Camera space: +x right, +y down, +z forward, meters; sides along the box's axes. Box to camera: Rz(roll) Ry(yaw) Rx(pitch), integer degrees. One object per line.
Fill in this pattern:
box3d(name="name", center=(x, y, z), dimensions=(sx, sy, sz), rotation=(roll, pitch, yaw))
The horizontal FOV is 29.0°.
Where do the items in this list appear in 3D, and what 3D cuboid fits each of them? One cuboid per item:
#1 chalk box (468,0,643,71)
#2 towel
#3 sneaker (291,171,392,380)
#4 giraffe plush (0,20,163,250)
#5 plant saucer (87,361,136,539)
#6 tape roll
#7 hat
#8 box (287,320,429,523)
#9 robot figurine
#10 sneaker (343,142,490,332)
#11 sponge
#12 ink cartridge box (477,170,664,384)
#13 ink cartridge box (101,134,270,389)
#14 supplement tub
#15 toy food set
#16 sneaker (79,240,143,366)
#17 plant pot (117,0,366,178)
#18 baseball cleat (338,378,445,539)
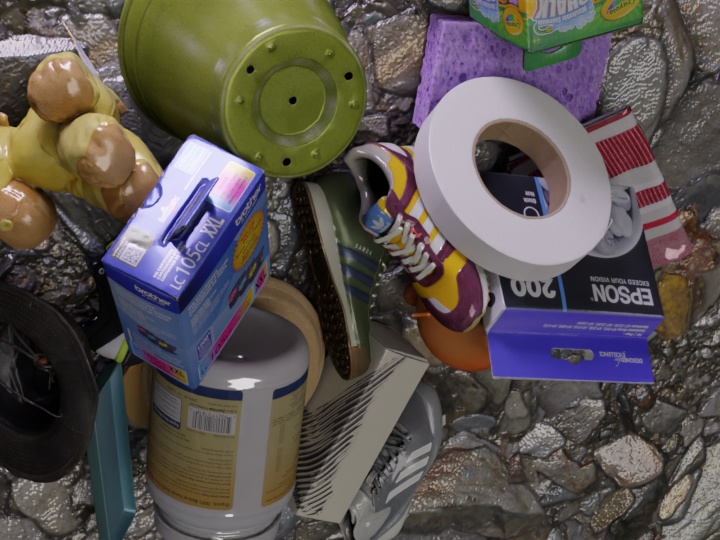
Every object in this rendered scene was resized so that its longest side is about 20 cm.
box3d(name="chalk box", center=(0.173, -0.276, 1.259), dimensions=(0.123, 0.124, 0.202), rotation=(-18, 120, -16))
box3d(name="towel", center=(0.254, -0.066, 1.471), dimensions=(0.143, 0.023, 0.201), rotation=(-24, 124, 13))
box3d(name="sneaker", center=(0.000, 0.000, 1.367), dimensions=(0.089, 0.067, 0.203), rotation=(-18, 102, -24))
box3d(name="giraffe plush", center=(-0.269, -0.091, 1.159), dimensions=(0.161, 0.201, 0.173), rotation=(-34, 147, 1))
box3d(name="plant saucer", center=(-0.243, 0.184, 1.351), dimensions=(0.019, 0.070, 0.202), rotation=(8, 125, 11))
box3d(name="tape roll", center=(0.145, -0.088, 1.314), dimensions=(0.200, 0.205, 0.037), rotation=(3, 153, -26))
box3d(name="hat", center=(-0.300, 0.087, 1.271), dimensions=(0.081, 0.198, 0.203), rotation=(-45, 140, -57))
box3d(name="box", center=(-0.016, 0.154, 1.440), dimensions=(0.068, 0.082, 0.202), rotation=(18, 104, -41))
box3d(name="robot figurine", center=(0.130, 0.039, 1.406), dimensions=(0.117, 0.144, 0.199), rotation=(-45, 163, 24))
box3d(name="sneaker", center=(0.045, -0.029, 1.298), dimensions=(0.089, 0.201, 0.075), rotation=(0, 145, -46))
box3d(name="sponge", center=(0.153, -0.195, 1.388), dimensions=(0.198, 0.030, 0.113), rotation=(-3, 116, -25))
box3d(name="ink cartridge box", center=(0.199, 0.007, 1.344), dimensions=(0.196, 0.202, 0.043), rotation=(3, 156, -28))
box3d(name="ink cartridge box", center=(-0.138, -0.012, 1.134), dimensions=(0.137, 0.076, 0.201), rotation=(-59, 165, -25))
box3d(name="supplement tub", center=(-0.126, 0.149, 1.294), dimensions=(0.143, 0.144, 0.202), rotation=(-3, 115, -24))
box3d(name="toy food set", center=(-0.126, 0.094, 1.384), dimensions=(0.197, 0.049, 0.201), rotation=(26, 100, -33))
box3d(name="sneaker", center=(-0.211, -0.008, 1.280), dimensions=(0.082, 0.072, 0.202), rotation=(18, 95, -8))
box3d(name="plant pot", center=(-0.088, -0.171, 1.188), dimensions=(0.198, 0.193, 0.203), rotation=(-10, 118, -20))
box3d(name="baseball cleat", center=(0.028, 0.214, 1.487), dimensions=(0.106, 0.069, 0.202), rotation=(-11, 121, -50))
